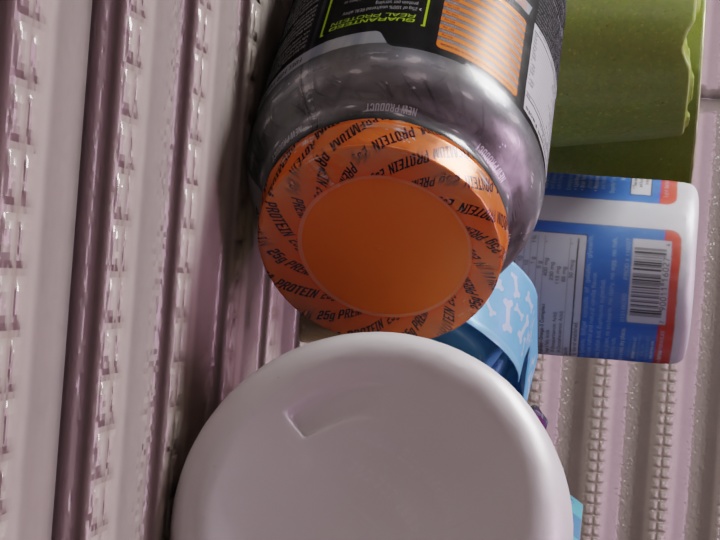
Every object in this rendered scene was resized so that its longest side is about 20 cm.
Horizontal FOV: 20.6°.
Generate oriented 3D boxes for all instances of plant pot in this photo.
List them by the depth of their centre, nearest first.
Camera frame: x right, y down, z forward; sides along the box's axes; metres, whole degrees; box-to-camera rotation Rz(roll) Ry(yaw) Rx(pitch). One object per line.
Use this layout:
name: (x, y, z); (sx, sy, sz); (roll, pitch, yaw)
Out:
plant pot: (0.101, -0.144, 1.155); (0.200, 0.188, 0.202); (5, 90, -83)
plant pot: (0.133, -0.125, 1.372); (0.187, 0.198, 0.189); (4, 90, -83)

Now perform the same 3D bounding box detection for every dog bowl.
dog bowl: (0.047, 0.033, 1.091); (0.050, 0.111, 0.200); (-63, 165, -19)

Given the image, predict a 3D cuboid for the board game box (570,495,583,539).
board game box: (0.048, 0.211, 1.123); (0.201, 0.047, 0.151); (-54, 176, 7)

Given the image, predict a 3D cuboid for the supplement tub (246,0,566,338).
supplement tub: (0.021, -0.070, 0.825); (0.201, 0.121, 0.123); (-76, 168, -50)

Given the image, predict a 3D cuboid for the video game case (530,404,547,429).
video game case: (0.050, 0.140, 1.195); (0.019, 0.142, 0.200); (54, 8, 2)

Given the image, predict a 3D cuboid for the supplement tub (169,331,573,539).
supplement tub: (0.010, 0.122, 0.768); (0.200, 0.143, 0.146); (76, 19, -67)

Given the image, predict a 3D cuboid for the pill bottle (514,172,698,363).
pill bottle: (0.103, -0.005, 1.211); (0.112, 0.198, 0.113); (5, 90, -82)

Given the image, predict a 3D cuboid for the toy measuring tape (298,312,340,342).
toy measuring tape: (0.000, 0.000, 0.921); (0.200, 0.073, 0.074); (-74, 166, -59)
